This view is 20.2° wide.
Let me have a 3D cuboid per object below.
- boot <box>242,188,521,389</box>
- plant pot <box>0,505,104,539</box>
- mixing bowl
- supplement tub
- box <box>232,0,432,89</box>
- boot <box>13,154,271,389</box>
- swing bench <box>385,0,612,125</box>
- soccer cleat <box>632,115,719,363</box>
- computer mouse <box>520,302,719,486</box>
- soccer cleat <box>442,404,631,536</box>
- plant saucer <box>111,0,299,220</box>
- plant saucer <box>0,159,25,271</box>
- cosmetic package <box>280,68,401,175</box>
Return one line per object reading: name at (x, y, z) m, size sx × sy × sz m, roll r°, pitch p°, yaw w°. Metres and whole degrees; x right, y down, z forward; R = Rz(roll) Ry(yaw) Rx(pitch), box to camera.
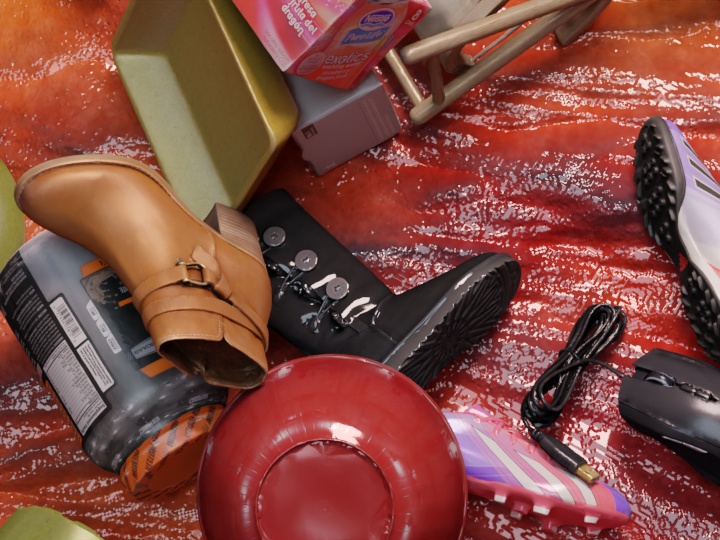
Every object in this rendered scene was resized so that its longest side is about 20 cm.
boot at (-0.001, 0.000, 1.547) m, size 0.165 × 0.066 × 0.200 m, roll -41°, pitch 55°, yaw -21°
plant pot at (-0.243, 0.280, 1.458) m, size 0.199 × 0.200 × 0.191 m, roll 26°, pitch 67°, yaw 16°
mixing bowl at (-0.023, 0.161, 1.408) m, size 0.198 × 0.108 × 0.202 m, roll 0°, pitch 90°, yaw 3°
supplement tub at (-0.181, 0.065, 1.529) m, size 0.122 × 0.123 × 0.201 m, roll -34°, pitch 72°, yaw -1°
box at (-0.052, -0.240, 1.479) m, size 0.095 × 0.102 × 0.201 m, roll -42°, pitch 68°, yaw 19°
boot at (-0.151, 0.002, 1.445) m, size 0.199 × 0.074 × 0.155 m, roll 14°, pitch 41°, yaw -21°
swing bench at (0.079, -0.260, 1.580) m, size 0.199 × 0.130 × 0.200 m, roll -28°, pitch 71°, yaw -5°
soccer cleat at (0.265, -0.027, 1.518) m, size 0.073 × 0.068 × 0.201 m, roll -11°, pitch 67°, yaw -19°
computer mouse at (0.216, 0.110, 1.466) m, size 0.200 × 0.046 × 0.140 m, roll 37°, pitch 61°, yaw 17°
soccer cleat at (0.106, 0.140, 1.491) m, size 0.199 × 0.067 × 0.077 m, roll 13°, pitch 72°, yaw 16°
plant saucer at (-0.114, -0.140, 1.552) m, size 0.048 × 0.200 × 0.201 m, roll -16°, pitch 72°, yaw -27°
plant saucer at (-0.371, -0.029, 1.637) m, size 0.198 × 0.031 × 0.202 m, roll -3°, pitch 73°, yaw 9°
cosmetic package at (-0.051, -0.188, 1.589) m, size 0.090 × 0.107 × 0.201 m, roll -31°, pitch 73°, yaw 1°
